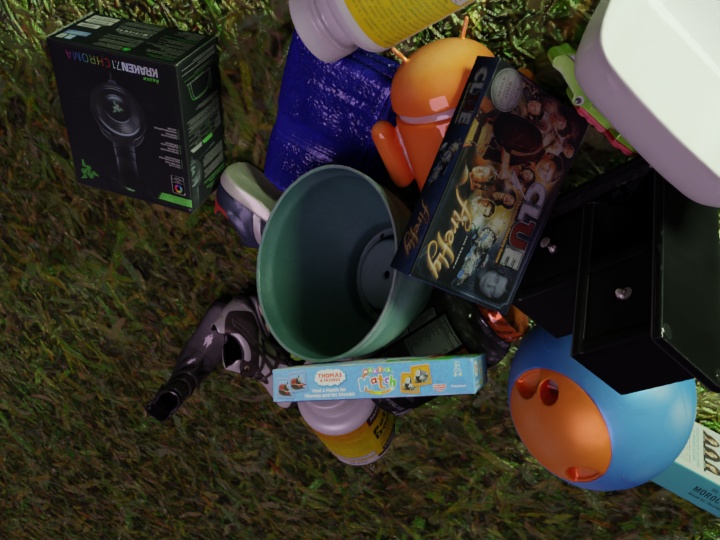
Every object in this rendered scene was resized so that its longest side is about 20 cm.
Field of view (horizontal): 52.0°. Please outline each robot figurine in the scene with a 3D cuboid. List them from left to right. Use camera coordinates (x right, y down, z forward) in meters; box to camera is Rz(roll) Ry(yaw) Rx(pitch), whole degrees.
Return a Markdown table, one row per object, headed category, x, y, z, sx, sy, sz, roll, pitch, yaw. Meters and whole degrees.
| category | x | y | z | sx | sy | sz | roll | pitch | yaw |
| --- | --- | --- | --- | --- | --- | --- | --- | --- | --- |
| robot figurine | 0.099 | -0.142 | 0.740 | 0.142 | 0.117 | 0.203 | 5 | 129 | 41 |

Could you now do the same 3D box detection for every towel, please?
| category | x | y | z | sx | sy | sz | roll | pitch | yaw |
| --- | --- | --- | --- | --- | --- | --- | --- | --- | --- |
| towel | -0.033 | -0.156 | 0.831 | 0.145 | 0.050 | 0.202 | 24 | 130 | 5 |

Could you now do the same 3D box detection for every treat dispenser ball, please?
| category | x | y | z | sx | sy | sz | roll | pitch | yaw |
| --- | --- | --- | --- | --- | --- | --- | --- | --- | --- |
| treat dispenser ball | 0.261 | 0.135 | 0.810 | 0.197 | 0.202 | 0.204 | 12 | 128 | 15 |

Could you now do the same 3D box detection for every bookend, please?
| category | x | y | z | sx | sy | sz | roll | pitch | yaw |
| --- | --- | --- | --- | --- | --- | --- | --- | --- | --- |
| bookend | 0.218 | 0.021 | 0.684 | 0.091 | 0.202 | 0.199 | 33 | 144 | -24 |

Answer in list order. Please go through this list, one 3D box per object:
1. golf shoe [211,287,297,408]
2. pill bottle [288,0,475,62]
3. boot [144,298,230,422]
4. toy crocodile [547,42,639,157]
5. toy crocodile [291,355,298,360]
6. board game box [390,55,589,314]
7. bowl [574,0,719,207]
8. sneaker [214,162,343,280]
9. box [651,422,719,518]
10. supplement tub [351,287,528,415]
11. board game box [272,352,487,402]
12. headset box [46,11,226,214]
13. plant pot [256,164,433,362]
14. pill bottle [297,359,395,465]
| category | x | y | z | sx | sy | sz | roll | pitch | yaw |
| --- | --- | --- | --- | --- | --- | --- | --- | --- | --- |
| golf shoe | -0.153 | 0.127 | 1.052 | 0.077 | 0.094 | 0.203 | 10 | 129 | 48 |
| pill bottle | 0.032 | -0.271 | 0.677 | 0.197 | 0.112 | 0.112 | -20 | 115 | 33 |
| boot | -0.241 | 0.140 | 1.085 | 0.069 | 0.132 | 0.201 | 33 | 131 | -2 |
| toy crocodile | 0.248 | -0.139 | 0.686 | 0.198 | 0.068 | 0.062 | 32 | 117 | -16 |
| toy crocodile | -0.036 | 0.063 | 0.978 | 0.061 | 0.069 | 0.200 | 11 | 142 | -33 |
| board game box | 0.123 | -0.073 | 0.687 | 0.134 | 0.034 | 0.204 | 19 | 95 | -35 |
| bowl | 0.269 | -0.165 | 0.609 | 0.199 | 0.201 | 0.074 | 41 | 156 | -9 |
| sneaker | -0.102 | -0.044 | 0.931 | 0.199 | 0.075 | 0.085 | 42 | 129 | 4 |
| box | 0.417 | 0.239 | 0.895 | 0.197 | 0.083 | 0.050 | 28 | 132 | 3 |
| supplement tub | 0.094 | 0.079 | 0.886 | 0.198 | 0.123 | 0.123 | -34 | 107 | 27 |
| board game box | 0.027 | 0.109 | 0.762 | 0.195 | 0.151 | 0.038 | -6 | 84 | 14 |
| headset box | -0.260 | -0.182 | 0.886 | 0.171 | 0.093 | 0.203 | 15 | 129 | 14 |
| plant pot | 0.000 | 0.000 | 0.813 | 0.197 | 0.133 | 0.205 | -7 | 78 | 39 |
| pill bottle | -0.019 | 0.180 | 0.986 | 0.107 | 0.111 | 0.201 | 8 | 153 | 18 |
